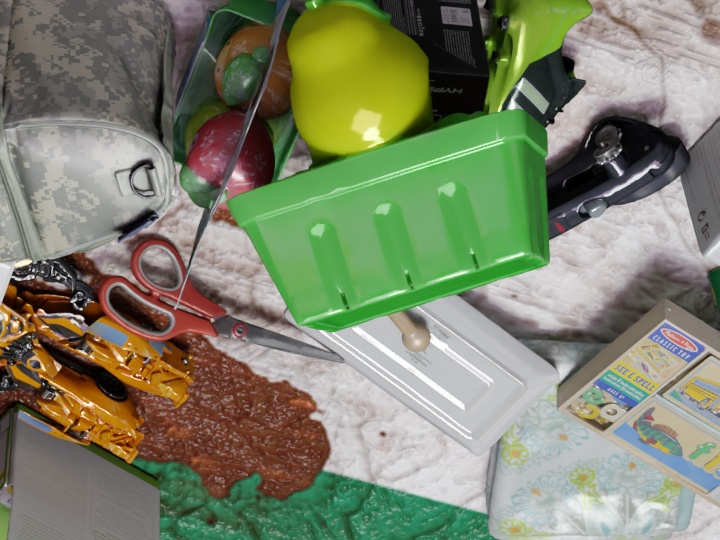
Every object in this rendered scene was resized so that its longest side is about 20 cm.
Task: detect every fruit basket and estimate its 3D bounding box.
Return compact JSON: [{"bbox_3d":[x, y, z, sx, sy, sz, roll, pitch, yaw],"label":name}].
[{"bbox_3d":[0.014,-0.079,1.534,0.215,0.155,0.216,-1,85,13],"label":"fruit basket"},{"bbox_3d":[-0.090,-0.099,1.634,0.093,0.200,0.186,23,124,-2],"label":"fruit basket"}]

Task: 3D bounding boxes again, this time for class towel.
[{"bbox_3d":[0.193,0.141,1.933,0.170,0.048,0.201,1,127,-6],"label":"towel"}]

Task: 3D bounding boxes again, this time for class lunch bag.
[{"bbox_3d":[-0.207,-0.104,1.619,0.167,0.200,0.140,-10,128,5],"label":"lunch bag"}]

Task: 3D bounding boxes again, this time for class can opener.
[{"bbox_3d":[0.149,-0.049,1.774,0.200,0.063,0.079,-28,125,16],"label":"can opener"}]

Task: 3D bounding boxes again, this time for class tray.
[{"bbox_3d":[0.048,0.062,1.851,0.200,0.022,0.107,36,117,-13],"label":"tray"}]

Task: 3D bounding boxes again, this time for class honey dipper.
[{"bbox_3d":[0.000,0.000,1.760,0.038,0.038,0.200,-27,136,15],"label":"honey dipper"}]

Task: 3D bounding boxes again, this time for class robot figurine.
[{"bbox_3d":[-0.235,0.064,1.833,0.200,0.058,0.145,29,117,-24],"label":"robot figurine"}]

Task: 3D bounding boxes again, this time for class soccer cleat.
[{"bbox_3d":[0.116,-0.116,1.723,0.081,0.068,0.200,-1,128,-20],"label":"soccer cleat"}]

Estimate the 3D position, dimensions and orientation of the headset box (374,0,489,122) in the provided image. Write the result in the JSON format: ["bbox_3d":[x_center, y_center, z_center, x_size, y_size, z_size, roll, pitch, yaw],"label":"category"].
[{"bbox_3d":[0.035,-0.095,1.676,0.075,0.149,0.201,4,127,-6],"label":"headset box"}]

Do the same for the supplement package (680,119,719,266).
[{"bbox_3d":[0.343,-0.086,1.727,0.117,0.117,0.200,28,121,-22],"label":"supplement package"}]

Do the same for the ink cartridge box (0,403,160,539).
[{"bbox_3d":[-0.236,0.221,1.864,0.148,0.200,0.076,32,119,-25],"label":"ink cartridge box"}]

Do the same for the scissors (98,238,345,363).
[{"bbox_3d":[-0.108,0.047,1.829,0.200,0.014,0.073,33,82,-20],"label":"scissors"}]

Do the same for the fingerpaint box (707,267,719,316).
[{"bbox_3d":[0.399,0.032,1.849,0.200,0.073,0.167,-28,125,17],"label":"fingerpaint box"}]

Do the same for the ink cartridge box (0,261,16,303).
[{"bbox_3d":[-0.346,-0.041,1.690,0.199,0.146,0.084,15,125,-15],"label":"ink cartridge box"}]

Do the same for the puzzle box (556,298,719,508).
[{"bbox_3d":[0.270,0.112,1.855,0.200,0.025,0.133,31,129,-19],"label":"puzzle box"}]
